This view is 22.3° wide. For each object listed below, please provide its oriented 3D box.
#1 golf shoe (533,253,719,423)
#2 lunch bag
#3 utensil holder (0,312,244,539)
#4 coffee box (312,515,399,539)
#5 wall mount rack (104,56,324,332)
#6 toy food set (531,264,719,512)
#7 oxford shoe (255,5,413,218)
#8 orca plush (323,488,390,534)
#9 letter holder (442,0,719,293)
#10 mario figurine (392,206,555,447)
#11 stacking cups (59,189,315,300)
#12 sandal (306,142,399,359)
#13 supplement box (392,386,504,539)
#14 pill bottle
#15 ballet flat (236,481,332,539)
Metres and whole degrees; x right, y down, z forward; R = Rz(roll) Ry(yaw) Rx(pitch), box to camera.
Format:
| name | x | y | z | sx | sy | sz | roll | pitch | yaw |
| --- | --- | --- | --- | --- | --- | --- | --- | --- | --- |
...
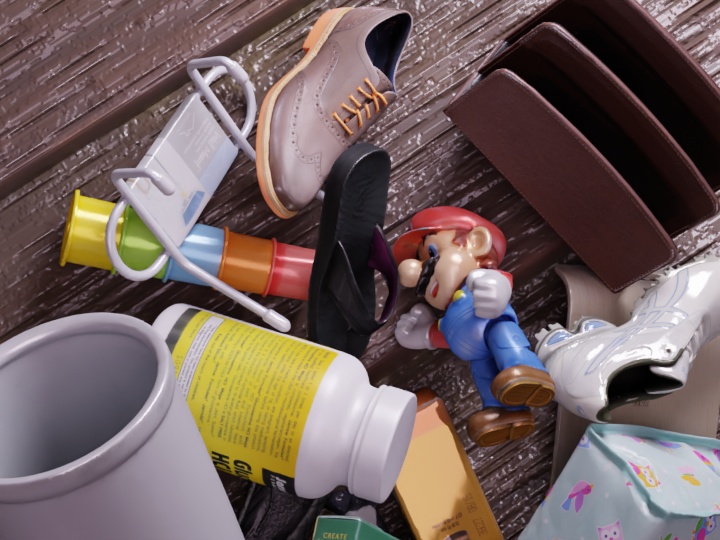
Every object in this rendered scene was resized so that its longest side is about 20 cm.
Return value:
| name | x | y | z | sx | sy | sz | roll | pitch | yaw |
| --- | --- | --- | --- | --- | --- | --- | --- | --- | --- |
| golf shoe | 0.233 | 0.060 | 1.380 | 0.200 | 0.097 | 0.078 | -27 | 127 | -14 |
| lunch bag | 0.226 | 0.213 | 1.402 | 0.200 | 0.122 | 0.171 | 7 | 122 | -44 |
| utensil holder | -0.180 | 0.159 | 1.270 | 0.170 | 0.170 | 0.200 | -24 | 124 | -6 |
| coffee box | -0.004 | 0.292 | 1.336 | 0.123 | 0.044 | 0.200 | 33 | 62 | -48 |
| wall mount rack | -0.097 | -0.056 | 1.367 | 0.174 | 0.074 | 0.200 | 53 | 54 | -35 |
| toy food set | 0.213 | 0.099 | 1.468 | 0.143 | 0.060 | 0.201 | 4 | 95 | -20 |
| oxford shoe | -0.019 | -0.125 | 1.356 | 0.071 | 0.073 | 0.200 | 48 | 50 | -38 |
| orca plush | -0.005 | 0.275 | 1.437 | 0.105 | 0.071 | 0.200 | -13 | 75 | -14 |
| letter holder | 0.191 | -0.106 | 1.386 | 0.200 | 0.142 | 0.101 | 46 | 51 | -9 |
| mario figurine | 0.069 | 0.034 | 1.382 | 0.123 | 0.200 | 0.106 | -36 | 139 | 18 |
| stacking cups | -0.129 | -0.014 | 1.409 | 0.200 | 0.060 | 0.061 | 11 | 92 | -14 |
| sandal | -0.001 | 0.000 | 1.376 | 0.075 | 0.048 | 0.201 | -34 | 141 | -39 |
| supplement box | 0.070 | 0.197 | 1.443 | 0.066 | 0.069 | 0.200 | -24 | 95 | -5 |
| pill bottle | -0.065 | 0.104 | 1.362 | 0.200 | 0.112 | 0.113 | 17 | 91 | 13 |
| ballet flat | -0.058 | 0.175 | 1.418 | 0.066 | 0.057 | 0.200 | 19 | 82 | 6 |
